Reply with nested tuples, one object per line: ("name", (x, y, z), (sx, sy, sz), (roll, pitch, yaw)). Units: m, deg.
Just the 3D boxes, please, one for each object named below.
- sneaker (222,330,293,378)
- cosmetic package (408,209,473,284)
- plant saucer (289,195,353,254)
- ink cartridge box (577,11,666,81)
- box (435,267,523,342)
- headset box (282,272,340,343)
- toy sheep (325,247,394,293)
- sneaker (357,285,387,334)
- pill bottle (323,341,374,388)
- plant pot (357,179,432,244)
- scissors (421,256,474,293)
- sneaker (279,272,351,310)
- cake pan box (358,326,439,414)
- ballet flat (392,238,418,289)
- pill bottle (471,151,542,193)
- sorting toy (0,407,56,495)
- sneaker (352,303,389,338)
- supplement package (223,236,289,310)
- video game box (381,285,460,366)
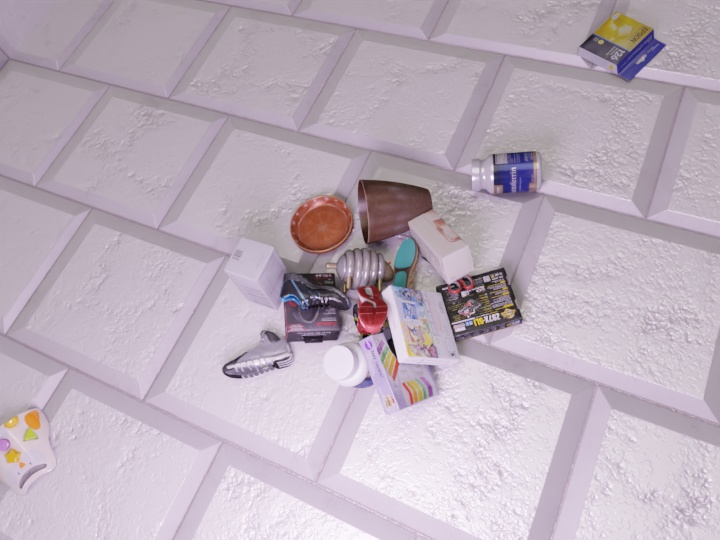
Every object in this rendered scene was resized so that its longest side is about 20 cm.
("sneaker", (-0.290, 0.228, 1.736), (0.198, 0.075, 0.116), (-11, 56, -5))
("cosmetic package", (0.222, -0.069, 1.723), (0.087, 0.104, 0.200), (-27, 43, -6))
("plant saucer", (-0.118, -0.139, 1.907), (0.198, 0.032, 0.202), (-6, 62, 10))
("ink cartridge box", (0.843, -0.725, 1.999), (0.198, 0.047, 0.200), (-43, 60, -12))
("box", (0.319, 0.093, 1.681), (0.198, 0.049, 0.161), (-16, 63, 4))
("headset box", (-0.138, 0.112, 1.731), (0.147, 0.075, 0.202), (0, 61, -12))
("toy sheep", (0.000, 0.000, 1.751), (0.198, 0.138, 0.139), (8, 61, -16))
("sneaker", (0.029, 0.131, 1.590), (0.078, 0.116, 0.200), (0, 27, 0))
("pill bottle", (-0.015, 0.240, 1.577), (0.110, 0.200, 0.112), (-5, 76, 22))
("plant pot", (0.104, -0.181, 1.813), (0.198, 0.187, 0.188), (-7, 60, -7))
("scissors", (0.242, 0.000, 1.729), (0.073, 0.014, 0.200), (-28, 41, -6))
("sneaker", (-0.121, 0.078, 1.673), (0.198, 0.073, 0.082), (18, 61, 11))
("cake pan box", (0.098, 0.242, 1.555), (0.052, 0.183, 0.201), (-31, 73, 35))
("ballet flat", (0.128, 0.007, 1.758), (0.070, 0.065, 0.201), (1, 61, 30))
("pill bottle", (0.425, -0.285, 1.817), (0.198, 0.116, 0.117), (-2, 62, 12))
("sorting toy", (-0.943, 0.515, 1.722), (0.200, 0.107, 0.180), (-42, 81, -11))
("sneaker", (0.052, 0.165, 1.697), (0.076, 0.076, 0.200), (-31, 66, -22))
("supplement package", (-0.286, 0.013, 1.766), (0.109, 0.200, 0.114), (17, 66, 19))
("video game box", (0.155, 0.144, 1.596), (0.047, 0.181, 0.201), (-40, 51, 40))
